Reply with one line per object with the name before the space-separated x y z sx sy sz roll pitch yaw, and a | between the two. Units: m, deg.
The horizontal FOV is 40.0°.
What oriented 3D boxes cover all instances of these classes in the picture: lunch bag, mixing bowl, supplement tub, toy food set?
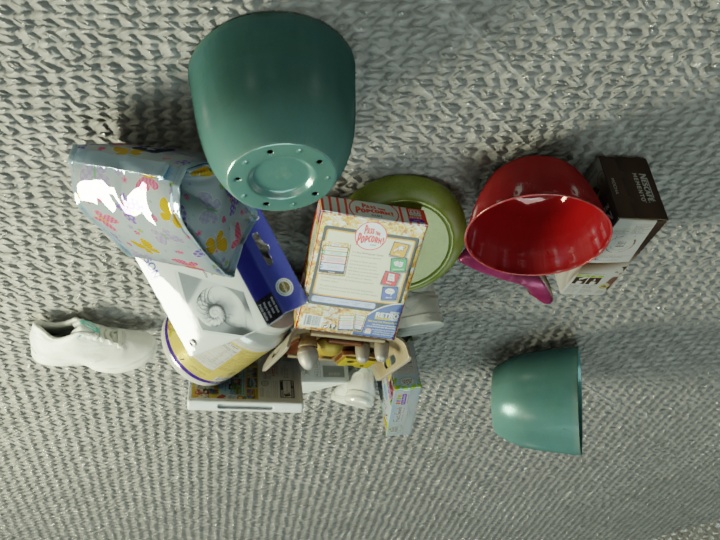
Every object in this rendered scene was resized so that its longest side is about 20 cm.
lunch bag | -0.244 -0.090 1.233 0.169 0.127 0.200 10 160 23
mixing bowl | 0.245 -0.090 1.381 0.200 0.108 0.200 2 149 1
supplement tub | -0.199 0.077 1.529 0.145 0.146 0.200 20 139 -37
toy food set | -0.039 0.140 1.542 0.200 0.060 0.144 8 157 -18

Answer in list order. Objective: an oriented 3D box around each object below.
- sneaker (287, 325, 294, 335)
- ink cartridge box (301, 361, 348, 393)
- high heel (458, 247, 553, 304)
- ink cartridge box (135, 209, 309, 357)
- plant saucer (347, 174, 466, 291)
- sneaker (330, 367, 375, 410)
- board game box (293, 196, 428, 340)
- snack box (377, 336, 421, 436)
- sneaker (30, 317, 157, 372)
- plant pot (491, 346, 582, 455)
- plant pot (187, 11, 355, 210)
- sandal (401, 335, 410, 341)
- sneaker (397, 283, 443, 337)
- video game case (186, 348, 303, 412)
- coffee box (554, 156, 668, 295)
sneaker | -0.037 0.089 1.657 0.202 0.077 0.146 -6 158 -18
ink cartridge box | -0.144 0.200 1.827 0.160 0.047 0.200 5 164 -39
high heel | 0.237 0.008 1.578 0.096 0.067 0.200 -29 138 15
ink cartridge box | -0.202 0.002 1.393 0.200 0.200 0.041 -24 -171 23
plant saucer | 0.057 -0.043 1.427 0.200 0.031 0.200 -3 124 -5
sneaker | -0.003 0.213 1.864 0.075 0.089 0.200 15 168 -11
board game box | -0.003 0.000 1.401 0.151 0.046 0.200 8 122 -12
snack box | 0.065 0.192 1.774 0.053 0.142 0.200 -4 148 -6
sneaker | -0.430 0.112 1.599 0.200 0.075 0.089 1 136 -11
plant pot | 0.332 0.244 1.865 0.161 0.201 0.201 -1 150 15
plant pot | -0.097 -0.168 1.144 0.200 0.161 0.201 -5 148 -3
sandal | 0.027 0.125 1.660 0.075 0.045 0.200 -33 -170 -31
sneaker | 0.023 0.049 1.564 0.200 0.116 0.074 -8 160 -3
video game case | -0.189 0.170 1.636 0.182 0.200 0.023 3 116 -8
coffee box | 0.356 -0.063 1.457 0.080 0.113 0.200 2 148 -16
